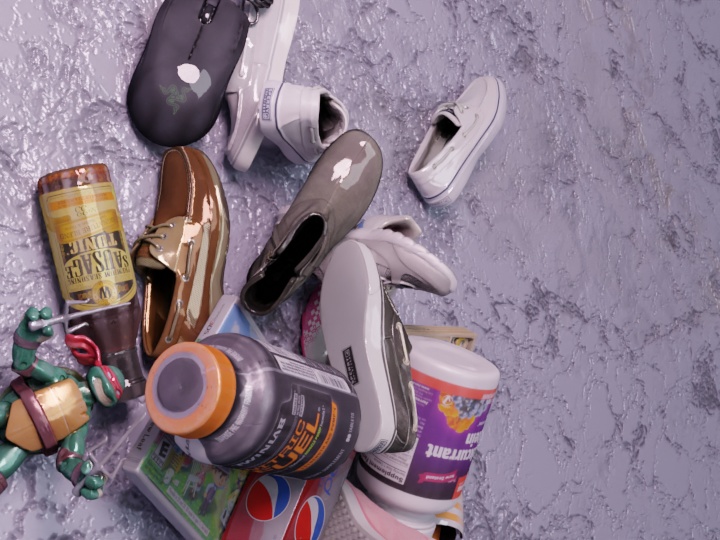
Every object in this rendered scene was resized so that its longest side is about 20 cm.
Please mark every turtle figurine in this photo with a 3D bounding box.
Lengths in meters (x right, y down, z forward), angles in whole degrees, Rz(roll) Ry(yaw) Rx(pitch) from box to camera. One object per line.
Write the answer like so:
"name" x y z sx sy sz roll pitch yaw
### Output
"turtle figurine" -0.247 0.115 0.833 0.200 0.101 0.150 -29 86 -23

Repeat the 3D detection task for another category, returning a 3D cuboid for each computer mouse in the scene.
"computer mouse" -0.159 -0.214 1.001 0.138 0.053 0.201 16 74 -13

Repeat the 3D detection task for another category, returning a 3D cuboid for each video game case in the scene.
"video game case" -0.119 0.153 0.974 0.182 0.022 0.200 -63 145 -31

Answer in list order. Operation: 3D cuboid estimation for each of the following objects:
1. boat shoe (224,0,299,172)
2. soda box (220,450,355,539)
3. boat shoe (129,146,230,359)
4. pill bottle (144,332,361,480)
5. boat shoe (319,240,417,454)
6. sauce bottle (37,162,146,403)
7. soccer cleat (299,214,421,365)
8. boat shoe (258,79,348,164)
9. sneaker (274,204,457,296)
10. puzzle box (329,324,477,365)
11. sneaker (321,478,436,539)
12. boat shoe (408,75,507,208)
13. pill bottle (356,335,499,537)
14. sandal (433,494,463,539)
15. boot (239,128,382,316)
"boat shoe" -0.112 -0.198 1.069 0.068 0.072 0.201 16 81 -14
"soda box" -0.060 0.196 1.003 0.070 0.063 0.201 56 49 -49
"boat shoe" -0.165 -0.013 0.971 0.074 0.075 0.201 2 81 -42
"pill bottle" -0.089 0.112 0.887 0.200 0.106 0.107 28 63 -58
"boat shoe" 0.011 0.071 0.997 0.063 0.071 0.201 10 65 -42
"sauce bottle" -0.221 0.012 0.914 0.066 0.066 0.201 -18 95 -46
"soccer cleat" 0.002 0.018 1.128 0.070 0.086 0.201 44 54 -31
"boat shoe" -0.043 -0.142 1.068 0.200 0.065 0.074 -11 107 -78
"sneaker" 0.000 0.000 1.077 0.075 0.199 0.082 44 63 -67
"puzzle box" 0.038 0.124 1.152 0.199 0.025 0.134 4 106 -46
"sneaker" 0.013 0.264 1.036 0.104 0.200 0.076 26 98 -45
"boat shoe" 0.118 -0.170 1.291 0.067 0.073 0.201 46 54 -34
"pill bottle" 0.061 0.177 1.098 0.111 0.111 0.201 7 104 -45
"sandal" 0.082 0.289 1.174 0.079 0.059 0.208 28 67 -47
"boot" -0.037 -0.043 0.984 0.068 0.131 0.200 34 88 -6
